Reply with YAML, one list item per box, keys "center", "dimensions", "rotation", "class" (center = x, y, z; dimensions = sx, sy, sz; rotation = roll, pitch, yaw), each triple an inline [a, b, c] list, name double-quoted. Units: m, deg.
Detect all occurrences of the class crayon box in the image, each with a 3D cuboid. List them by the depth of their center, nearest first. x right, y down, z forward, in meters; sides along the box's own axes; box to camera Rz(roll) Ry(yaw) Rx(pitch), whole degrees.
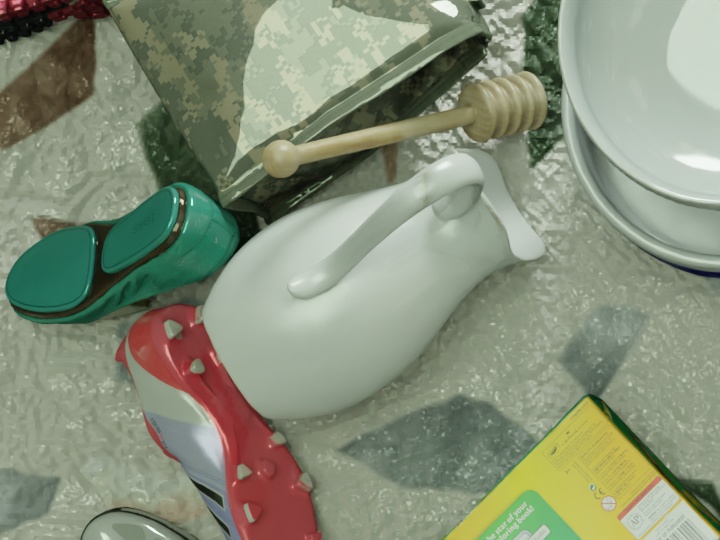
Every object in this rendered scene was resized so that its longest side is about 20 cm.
- center: [0.112, 0.187, 1.473]
  dimensions: [0.200, 0.058, 0.119]
  rotation: [-45, 75, 5]
  class: "crayon box"

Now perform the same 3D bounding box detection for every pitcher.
- center: [0.000, 0.000, 1.465]
  dimensions: [0.199, 0.172, 0.122]
  rotation: [-32, 72, 7]
  class: "pitcher"

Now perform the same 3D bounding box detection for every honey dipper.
- center: [0.025, -0.086, 1.477]
  dimensions: [0.199, 0.038, 0.038]
  rotation: [-14, 77, -31]
  class: "honey dipper"

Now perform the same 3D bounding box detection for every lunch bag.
- center: [-0.031, -0.154, 1.521]
  dimensions: [0.199, 0.118, 0.165]
  rotation: [-35, 76, 12]
  class: "lunch bag"

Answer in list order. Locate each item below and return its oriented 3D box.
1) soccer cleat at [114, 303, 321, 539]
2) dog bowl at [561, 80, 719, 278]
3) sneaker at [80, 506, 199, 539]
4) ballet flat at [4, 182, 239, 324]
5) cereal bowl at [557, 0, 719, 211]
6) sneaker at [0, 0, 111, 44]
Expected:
- center: [-0.090, 0.116, 1.537]
  dimensions: [0.076, 0.067, 0.201]
  rotation: [-31, 84, 47]
  class: "soccer cleat"
- center: [0.224, -0.096, 1.472]
  dimensions: [0.199, 0.079, 0.202]
  rotation: [-2, 83, 13]
  class: "dog bowl"
- center: [-0.110, 0.221, 1.492]
  dimensions: [0.076, 0.115, 0.201]
  rotation: [-45, 75, 4]
  class: "sneaker"
- center: [-0.146, 0.000, 1.542]
  dimensions: [0.199, 0.070, 0.068]
  rotation: [-21, 53, 46]
  class: "ballet flat"
- center: [0.214, -0.130, 1.395]
  dimensions: [0.199, 0.083, 0.202]
  rotation: [-2, 83, 14]
  class: "cereal bowl"
- center: [-0.196, -0.204, 1.586]
  dimensions: [0.199, 0.081, 0.075]
  rotation: [-11, 79, 12]
  class: "sneaker"
